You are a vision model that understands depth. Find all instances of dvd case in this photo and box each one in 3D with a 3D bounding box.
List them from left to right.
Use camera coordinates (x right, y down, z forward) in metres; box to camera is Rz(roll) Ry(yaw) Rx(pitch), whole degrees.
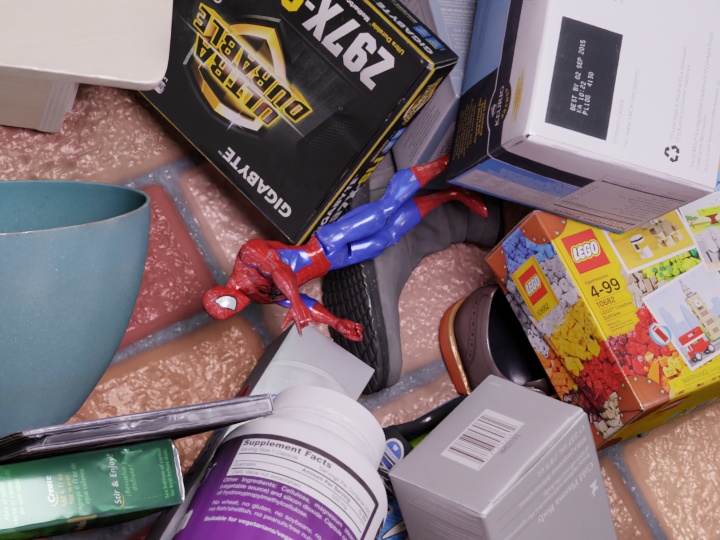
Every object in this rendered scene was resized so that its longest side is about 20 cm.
[{"bbox_3d":[-0.153,0.099,1.506,0.148,0.200,0.016,-7,85,-22],"label":"dvd case"}]

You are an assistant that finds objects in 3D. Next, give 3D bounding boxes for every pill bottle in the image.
[{"bbox_3d":[-0.053,0.167,1.482,0.112,0.112,0.200,32,50,-8],"label":"pill bottle"}]

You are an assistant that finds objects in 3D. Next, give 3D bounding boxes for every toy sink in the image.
[{"bbox_3d":[-0.227,-0.169,1.613,0.200,0.112,0.131,6,71,-11],"label":"toy sink"}]

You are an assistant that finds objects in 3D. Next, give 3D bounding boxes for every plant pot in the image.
[{"bbox_3d":[-0.225,0.026,1.526,0.200,0.200,0.135,-6,102,-21],"label":"plant pot"}]

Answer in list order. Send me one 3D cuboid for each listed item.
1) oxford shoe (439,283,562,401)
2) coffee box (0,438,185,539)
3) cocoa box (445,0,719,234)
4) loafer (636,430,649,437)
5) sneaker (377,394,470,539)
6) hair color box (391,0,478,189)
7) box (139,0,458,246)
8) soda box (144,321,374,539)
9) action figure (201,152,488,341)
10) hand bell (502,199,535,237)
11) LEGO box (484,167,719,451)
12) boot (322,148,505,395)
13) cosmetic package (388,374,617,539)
[{"bbox_3d":[0.114,0.104,1.671,0.071,0.073,0.200,-23,82,-24],"label":"oxford shoe"},{"bbox_3d":[-0.219,0.143,1.505,0.200,0.123,0.044,-8,82,-24],"label":"coffee box"},{"bbox_3d":[0.149,-0.142,1.555,0.133,0.131,0.200,16,74,-17],"label":"cocoa box"},{"bbox_3d":[0.148,0.024,1.719,0.063,0.072,0.200,-10,70,-5],"label":"loafer"},{"bbox_3d":[0.009,0.142,1.599,0.200,0.089,0.079,-37,58,-24],"label":"sneaker"},{"bbox_3d":[0.049,-0.163,1.685,0.061,0.099,0.200,2,54,-24],"label":"hair color box"},{"bbox_3d":[-0.057,-0.141,1.623,0.200,0.160,0.049,45,24,12],"label":"box"},{"bbox_3d":[-0.072,0.132,1.599,0.063,0.068,0.200,35,64,-6],"label":"soda box"},{"bbox_3d":[0.000,0.000,1.587,0.200,0.065,0.099,-23,55,-13],"label":"action figure"},{"bbox_3d":[0.131,-0.108,1.726,0.104,0.104,0.200,20,67,-13],"label":"hand bell"},{"bbox_3d":[0.206,0.014,1.654,0.200,0.077,0.149,-19,74,-33],"label":"LEGO box"},{"bbox_3d":[0.042,-0.019,1.691,0.131,0.070,0.200,-2,78,-26],"label":"boot"},{"bbox_3d":[0.099,0.177,1.576,0.107,0.090,0.200,-44,132,-28],"label":"cosmetic package"}]
